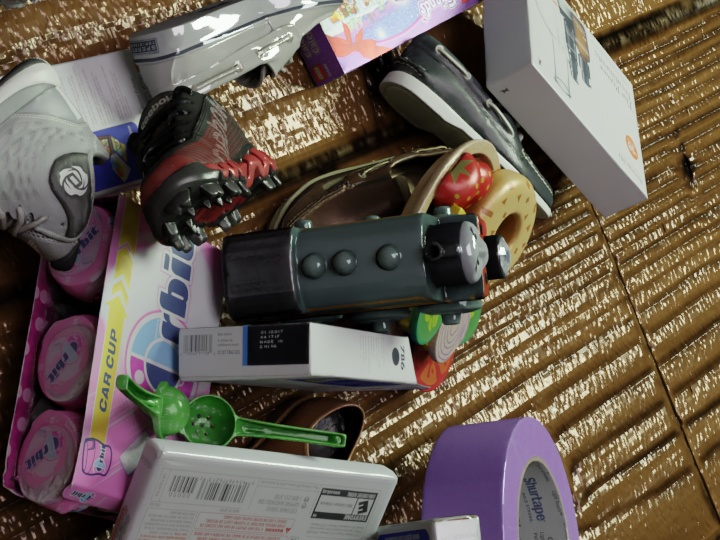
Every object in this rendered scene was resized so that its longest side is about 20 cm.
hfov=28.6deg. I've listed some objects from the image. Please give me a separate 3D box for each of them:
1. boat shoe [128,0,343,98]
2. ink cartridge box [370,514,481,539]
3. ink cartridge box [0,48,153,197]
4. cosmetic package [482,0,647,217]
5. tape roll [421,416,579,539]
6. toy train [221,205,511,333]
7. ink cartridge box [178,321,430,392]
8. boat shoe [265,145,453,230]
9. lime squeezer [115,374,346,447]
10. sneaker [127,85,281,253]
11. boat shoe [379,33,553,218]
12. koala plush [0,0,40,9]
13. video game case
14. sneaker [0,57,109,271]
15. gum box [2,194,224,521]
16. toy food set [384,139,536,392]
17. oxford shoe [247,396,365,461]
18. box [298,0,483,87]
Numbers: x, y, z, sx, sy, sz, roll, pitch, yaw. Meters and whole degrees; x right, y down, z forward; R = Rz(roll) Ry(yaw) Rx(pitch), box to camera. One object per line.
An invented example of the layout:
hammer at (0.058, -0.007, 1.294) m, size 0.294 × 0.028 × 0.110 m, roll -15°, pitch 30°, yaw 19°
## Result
boat shoe at (-0.081, -0.167, 1.038) m, size 0.200 × 0.072 × 0.066 m, roll -32°, pitch 113°, yaw -46°
ink cartridge box at (0.037, 0.274, 0.969) m, size 0.047 × 0.198 × 0.201 m, roll -2°, pitch 79°, yaw -21°
ink cartridge box at (-0.211, -0.088, 0.958) m, size 0.200 × 0.037 × 0.095 m, roll -22°, pitch 94°, yaw -44°
cosmetic package at (0.182, -0.164, 1.259) m, size 0.200 × 0.052 × 0.151 m, roll 41°, pitch 39°, yaw -38°
tape roll at (0.112, 0.215, 1.083) m, size 0.200 × 0.065 × 0.201 m, roll -10°, pitch 90°, yaw -68°
toy train at (0.000, 0.000, 0.972) m, size 0.114 × 0.199 × 0.086 m, roll 9°, pitch 76°, yaw -71°
ink cartridge box at (-0.033, 0.062, 0.980) m, size 0.200 × 0.099 × 0.039 m, roll 18°, pitch 70°, yaw -65°
boat shoe at (0.011, -0.054, 1.113) m, size 0.202 × 0.075 × 0.075 m, roll -33°, pitch 101°, yaw -41°
lime squeezer at (-0.100, 0.094, 0.883) m, size 0.200 × 0.070 × 0.038 m, roll 24°, pitch 82°, yaw -48°
sneaker at (-0.114, -0.070, 0.917) m, size 0.098 × 0.071 × 0.200 m, roll 49°, pitch 11°, yaw -2°
boat shoe at (0.104, -0.120, 1.203) m, size 0.200 × 0.076 × 0.060 m, roll 41°, pitch 73°, yaw -31°
koala plush at (-0.275, -0.199, 0.820) m, size 0.184 × 0.200 × 0.178 m, roll -40°, pitch 105°, yaw -40°
video game case at (-0.085, 0.204, 0.931) m, size 0.200 × 0.023 × 0.183 m, roll 13°, pitch 103°, yaw -41°
sneaker at (-0.230, -0.028, 0.854) m, size 0.200 × 0.075 × 0.116 m, roll -46°, pitch 105°, yaw -21°
gum box at (-0.157, 0.066, 0.923) m, size 0.113 × 0.066 × 0.201 m, roll 31°, pitch 58°, yaw -51°
toy food set at (0.073, -0.005, 1.112) m, size 0.198 × 0.049 × 0.200 m, roll -66°, pitch 158°, yaw -9°
oxford shoe at (-0.063, 0.161, 0.997) m, size 0.071 × 0.071 × 0.200 m, roll 49°, pitch 54°, yaw -22°
box at (0.008, -0.253, 1.187) m, size 0.200 × 0.039 × 0.137 m, roll -34°, pitch 101°, yaw -41°
